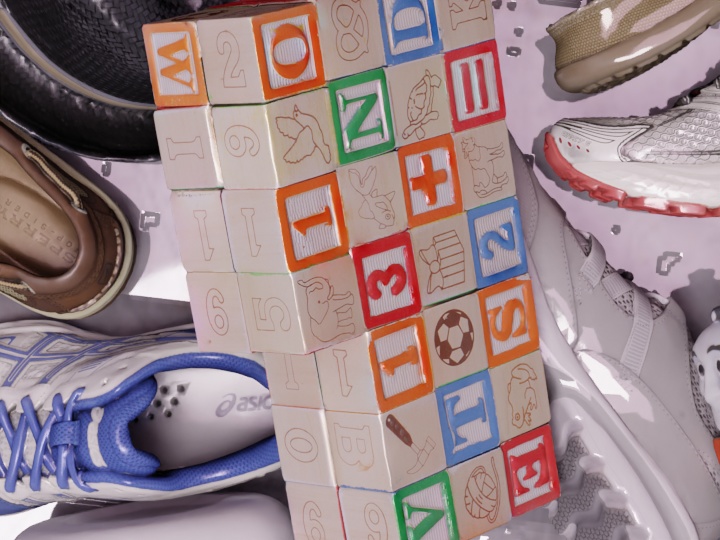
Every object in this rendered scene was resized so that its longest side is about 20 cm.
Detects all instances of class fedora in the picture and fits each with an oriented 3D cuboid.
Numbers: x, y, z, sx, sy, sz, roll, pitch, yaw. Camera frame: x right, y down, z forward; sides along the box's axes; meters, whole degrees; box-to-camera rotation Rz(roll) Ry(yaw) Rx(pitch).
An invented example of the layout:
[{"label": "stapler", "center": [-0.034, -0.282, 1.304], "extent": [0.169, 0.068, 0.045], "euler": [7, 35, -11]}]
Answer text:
[{"label": "fedora", "center": [-0.078, -0.138, 0.933], "extent": [0.199, 0.092, 0.202], "euler": [-2, 97, -16]}]

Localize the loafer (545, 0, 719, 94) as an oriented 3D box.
[{"label": "loafer", "center": [0.141, -0.143, 0.962], "extent": [0.200, 0.076, 0.068], "euler": [-40, 90, -8]}]

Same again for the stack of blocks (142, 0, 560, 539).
[{"label": "stack of blocks", "center": [0.000, 0.000, 0.901], "extent": [0.115, 0.058, 0.201], "euler": [-19, 104, -42]}]

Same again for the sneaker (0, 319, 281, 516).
[{"label": "sneaker", "center": [-0.105, 0.054, 0.964], "extent": [0.199, 0.088, 0.076], "euler": [-11, 93, 3]}]

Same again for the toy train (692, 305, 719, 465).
[{"label": "toy train", "center": [0.217, 0.039, 0.945], "extent": [0.199, 0.085, 0.115], "euler": [-17, 88, -15]}]

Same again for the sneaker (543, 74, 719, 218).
[{"label": "sneaker", "center": [0.164, -0.069, 0.961], "extent": [0.199, 0.078, 0.083], "euler": [-13, 97, -7]}]

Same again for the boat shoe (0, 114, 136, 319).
[{"label": "boat shoe", "center": [-0.178, -0.050, 0.964], "extent": [0.202, 0.075, 0.075], "euler": [26, 91, 5]}]

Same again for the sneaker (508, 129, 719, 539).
[{"label": "sneaker", "center": [0.083, 0.024, 0.980], "extent": [0.082, 0.075, 0.201], "euler": [-25, 86, -32]}]

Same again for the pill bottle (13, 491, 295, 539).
[{"label": "pill bottle", "center": [-0.067, 0.188, 0.955], "extent": [0.112, 0.112, 0.201], "euler": [-8, 92, 2]}]
